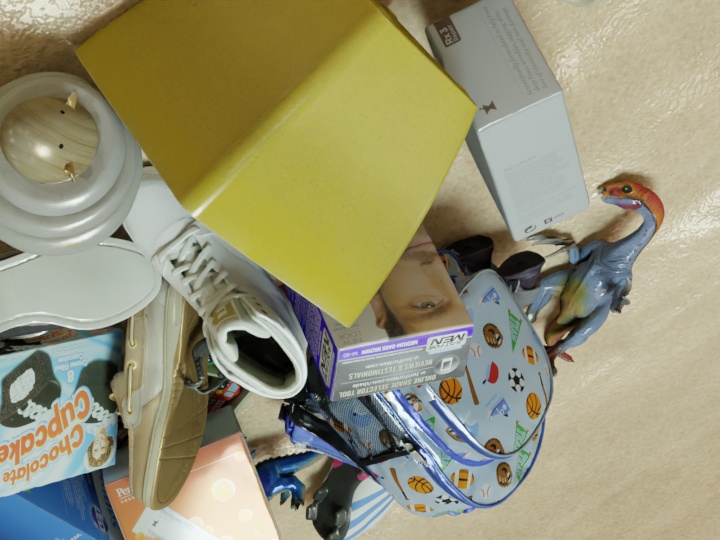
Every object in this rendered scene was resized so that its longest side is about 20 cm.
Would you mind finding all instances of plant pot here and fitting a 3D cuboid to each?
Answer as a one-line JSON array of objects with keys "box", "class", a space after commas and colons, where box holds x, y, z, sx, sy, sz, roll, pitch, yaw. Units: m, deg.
[{"box": [-0.042, -0.116, 1.302, 0.176, 0.200, 0.200, -44, 139, 8], "class": "plant pot"}]

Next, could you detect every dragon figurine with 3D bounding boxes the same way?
[{"box": [-0.106, 0.190, 1.704, 0.099, 0.059, 0.200, 44, 86, -17], "class": "dragon figurine"}]

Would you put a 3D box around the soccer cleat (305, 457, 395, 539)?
[{"box": [0.014, 0.179, 1.779, 0.086, 0.070, 0.200, -16, 146, -41], "class": "soccer cleat"}]

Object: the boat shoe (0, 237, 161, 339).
[{"box": [-0.254, 0.019, 1.445, 0.199, 0.074, 0.060, -16, -173, -21], "class": "boat shoe"}]

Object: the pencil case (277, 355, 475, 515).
[{"box": [0.026, 0.147, 1.654, 0.200, 0.087, 0.078, 24, 168, 0], "class": "pencil case"}]

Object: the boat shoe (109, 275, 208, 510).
[{"box": [-0.165, 0.090, 1.511, 0.074, 0.069, 0.201, -6, 107, -67], "class": "boat shoe"}]

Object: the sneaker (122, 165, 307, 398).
[{"box": [-0.106, 0.009, 1.405, 0.074, 0.116, 0.200, -41, 105, 6], "class": "sneaker"}]

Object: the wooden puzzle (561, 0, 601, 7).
[{"box": [0.133, -0.263, 1.325, 0.199, 0.046, 0.185, 6, 134, -32], "class": "wooden puzzle"}]

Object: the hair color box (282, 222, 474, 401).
[{"box": [0.000, 0.000, 1.439, 0.109, 0.200, 0.065, -10, 139, -17], "class": "hair color box"}]

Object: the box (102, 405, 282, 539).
[{"box": [-0.129, 0.237, 1.606, 0.124, 0.097, 0.201, -21, 102, -6], "class": "box"}]

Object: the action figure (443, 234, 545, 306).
[{"box": [0.106, 0.067, 1.652, 0.069, 0.130, 0.201, -33, 138, -41], "class": "action figure"}]

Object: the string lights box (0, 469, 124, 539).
[{"box": [-0.282, 0.185, 1.591, 0.059, 0.103, 0.200, -33, 141, 12], "class": "string lights box"}]

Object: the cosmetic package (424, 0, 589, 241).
[{"box": [0.114, -0.113, 1.420, 0.074, 0.102, 0.200, -25, 155, 0], "class": "cosmetic package"}]

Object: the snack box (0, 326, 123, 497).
[{"box": [-0.268, 0.113, 1.465, 0.200, 0.037, 0.117, -12, 111, -52], "class": "snack box"}]

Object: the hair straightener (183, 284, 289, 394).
[{"box": [-0.070, 0.058, 1.528, 0.200, 0.041, 0.077, -32, 139, -42], "class": "hair straightener"}]

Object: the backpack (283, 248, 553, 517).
[{"box": [0.069, 0.099, 1.529, 0.154, 0.200, 0.191, -6, 124, 47], "class": "backpack"}]

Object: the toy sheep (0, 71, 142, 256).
[{"box": [-0.217, -0.072, 1.309, 0.137, 0.138, 0.200, -18, 172, -7], "class": "toy sheep"}]

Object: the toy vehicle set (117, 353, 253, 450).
[{"box": [-0.155, 0.099, 1.617, 0.124, 0.027, 0.200, 14, 129, -38], "class": "toy vehicle set"}]

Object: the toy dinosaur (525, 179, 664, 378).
[{"box": [0.202, -0.003, 1.675, 0.181, 0.105, 0.200, -45, 172, 11], "class": "toy dinosaur"}]
